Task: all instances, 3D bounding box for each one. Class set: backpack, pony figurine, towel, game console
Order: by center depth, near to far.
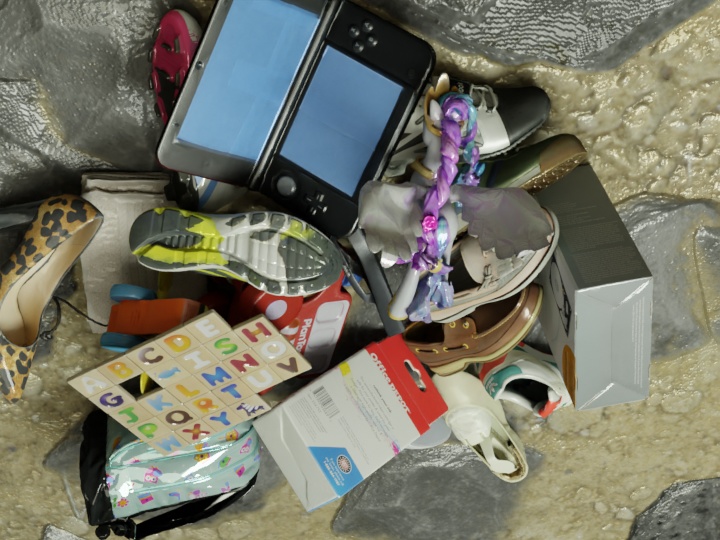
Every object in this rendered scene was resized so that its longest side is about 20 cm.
[{"bbox_3d":[0.065,-0.049,0.983,0.165,0.194,0.201,2,137,-11],"label":"pony figurine"},{"bbox_3d":[-0.056,-0.146,0.985,0.172,0.119,0.201,31,108,15],"label":"game console"},{"bbox_3d":[-0.224,-0.013,1.151,0.132,0.035,0.201,0,127,-5],"label":"towel"},{"bbox_3d":[-0.211,0.201,1.240,0.199,0.167,0.127,-10,122,-6],"label":"backpack"}]

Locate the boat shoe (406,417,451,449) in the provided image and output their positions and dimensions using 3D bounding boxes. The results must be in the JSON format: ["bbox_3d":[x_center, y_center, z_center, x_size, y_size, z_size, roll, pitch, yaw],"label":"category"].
[{"bbox_3d":[0.009,0.174,1.301,0.199,0.074,0.065,13,154,-21],"label":"boat shoe"}]

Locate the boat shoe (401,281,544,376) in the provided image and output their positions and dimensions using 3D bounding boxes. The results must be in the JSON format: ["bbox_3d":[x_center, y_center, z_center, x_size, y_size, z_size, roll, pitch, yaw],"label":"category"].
[{"bbox_3d":[0.116,0.058,1.181,0.067,0.072,0.200,30,146,-20],"label":"boat shoe"}]

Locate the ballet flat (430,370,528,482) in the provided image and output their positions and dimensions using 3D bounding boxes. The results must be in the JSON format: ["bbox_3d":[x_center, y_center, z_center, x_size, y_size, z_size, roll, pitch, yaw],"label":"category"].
[{"bbox_3d":[0.145,0.189,1.305,0.069,0.070,0.200,-29,130,15],"label":"ballet flat"}]

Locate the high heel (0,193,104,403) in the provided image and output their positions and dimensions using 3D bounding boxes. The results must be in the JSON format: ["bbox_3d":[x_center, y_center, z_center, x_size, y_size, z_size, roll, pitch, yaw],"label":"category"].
[{"bbox_3d":[-0.309,0.028,1.077,0.142,0.071,0.202,-5,87,24],"label":"high heel"}]

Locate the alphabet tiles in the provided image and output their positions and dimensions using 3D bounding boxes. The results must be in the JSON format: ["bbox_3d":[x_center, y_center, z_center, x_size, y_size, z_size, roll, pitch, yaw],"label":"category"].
[{"bbox_3d":[-0.157,0.110,1.085,0.199,0.008,0.167,-25,137,13],"label":"alphabet tiles"}]

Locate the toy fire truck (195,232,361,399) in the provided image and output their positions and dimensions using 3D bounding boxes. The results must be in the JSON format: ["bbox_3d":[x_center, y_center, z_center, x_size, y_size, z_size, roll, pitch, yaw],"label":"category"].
[{"bbox_3d":[-0.080,0.036,1.165,0.167,0.112,0.201,-6,127,-37],"label":"toy fire truck"}]

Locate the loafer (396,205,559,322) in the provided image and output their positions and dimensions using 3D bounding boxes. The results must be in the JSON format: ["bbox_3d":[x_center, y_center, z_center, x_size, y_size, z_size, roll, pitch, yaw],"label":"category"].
[{"bbox_3d":[0.111,-0.002,1.090,0.063,0.072,0.200,5,151,-35],"label":"loafer"}]

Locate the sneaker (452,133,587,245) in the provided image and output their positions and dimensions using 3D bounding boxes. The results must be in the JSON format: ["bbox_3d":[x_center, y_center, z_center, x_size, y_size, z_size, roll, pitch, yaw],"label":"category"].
[{"bbox_3d":[0.118,-0.097,1.090,0.200,0.090,0.067,-34,165,26],"label":"sneaker"}]

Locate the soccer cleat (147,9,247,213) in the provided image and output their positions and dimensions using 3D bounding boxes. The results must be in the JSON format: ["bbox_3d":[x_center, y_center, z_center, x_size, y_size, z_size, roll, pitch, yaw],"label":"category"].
[{"bbox_3d":[-0.148,-0.151,1.046,0.086,0.070,0.201,-19,123,-33],"label":"soccer cleat"}]

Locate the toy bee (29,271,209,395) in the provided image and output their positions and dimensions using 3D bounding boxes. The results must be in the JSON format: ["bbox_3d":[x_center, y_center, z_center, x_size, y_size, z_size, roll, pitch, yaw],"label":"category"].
[{"bbox_3d":[-0.221,0.049,1.127,0.109,0.199,0.132,28,87,-56],"label":"toy bee"}]

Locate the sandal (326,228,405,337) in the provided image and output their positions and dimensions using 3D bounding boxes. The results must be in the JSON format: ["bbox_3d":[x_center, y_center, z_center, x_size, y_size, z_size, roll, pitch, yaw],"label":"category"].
[{"bbox_3d":[0.000,0.001,1.119,0.043,0.076,0.201,-20,131,3],"label":"sandal"}]

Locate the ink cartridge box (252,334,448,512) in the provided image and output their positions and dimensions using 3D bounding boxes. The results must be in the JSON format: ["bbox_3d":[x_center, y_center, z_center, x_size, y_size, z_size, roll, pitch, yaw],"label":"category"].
[{"bbox_3d":[-0.006,0.160,1.208,0.067,0.200,0.117,-37,84,46],"label":"ink cartridge box"}]

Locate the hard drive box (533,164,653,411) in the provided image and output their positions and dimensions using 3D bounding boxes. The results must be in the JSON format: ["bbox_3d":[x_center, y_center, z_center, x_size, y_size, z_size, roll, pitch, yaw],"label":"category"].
[{"bbox_3d":[0.225,0.014,1.112,0.076,0.200,0.157,-9,126,-1],"label":"hard drive box"}]

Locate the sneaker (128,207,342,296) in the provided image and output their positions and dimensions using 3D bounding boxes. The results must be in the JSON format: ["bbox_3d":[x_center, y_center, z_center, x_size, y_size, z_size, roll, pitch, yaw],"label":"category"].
[{"bbox_3d":[-0.113,-0.025,1.040,0.199,0.085,0.075,12,94,2],"label":"sneaker"}]

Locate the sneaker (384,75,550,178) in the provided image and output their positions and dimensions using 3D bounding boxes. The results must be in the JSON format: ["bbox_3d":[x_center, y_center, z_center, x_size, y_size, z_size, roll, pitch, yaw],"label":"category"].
[{"bbox_3d":[0.082,-0.152,1.054,0.199,0.074,0.089,-15,128,5],"label":"sneaker"}]

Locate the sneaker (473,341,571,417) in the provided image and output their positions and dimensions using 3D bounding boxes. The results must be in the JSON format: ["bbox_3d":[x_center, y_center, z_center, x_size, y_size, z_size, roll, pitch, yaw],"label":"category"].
[{"bbox_3d":[0.226,0.139,1.271,0.199,0.094,0.071,14,124,-15],"label":"sneaker"}]
